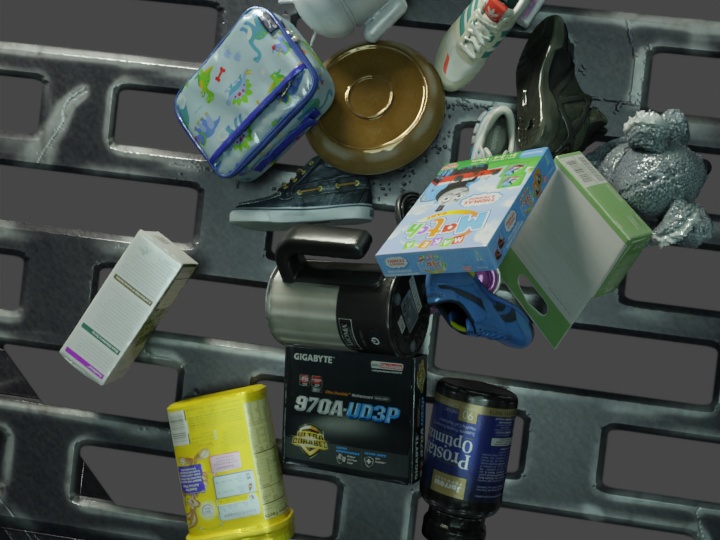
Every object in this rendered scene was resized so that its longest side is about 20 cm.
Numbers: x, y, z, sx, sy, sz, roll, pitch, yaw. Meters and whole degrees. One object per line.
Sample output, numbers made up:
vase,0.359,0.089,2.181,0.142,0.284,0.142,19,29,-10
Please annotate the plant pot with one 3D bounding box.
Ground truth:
plant pot,0.014,-0.225,1.045,0.195,0.028,0.205,-3,71,9

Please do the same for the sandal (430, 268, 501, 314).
sandal,0.091,0.023,1.062,0.199,0.050,0.084,-19,87,6

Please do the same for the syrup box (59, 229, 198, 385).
syrup box,-0.316,0.050,1.083,0.081,0.079,0.202,36,93,3

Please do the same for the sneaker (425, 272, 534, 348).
sneaker,0.150,0.063,1.007,0.199,0.065,0.080,38,52,-32

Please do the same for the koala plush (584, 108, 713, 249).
koala plush,0.352,-0.102,0.964,0.180,0.200,0.181,-14,90,5

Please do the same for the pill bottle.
pill bottle,0.137,0.251,1.029,0.109,0.112,0.205,10,91,5

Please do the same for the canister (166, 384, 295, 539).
canister,-0.177,0.269,1.070,0.145,0.087,0.205,-11,88,5

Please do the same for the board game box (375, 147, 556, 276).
board game box,0.126,-0.069,0.921,0.149,0.201,0.037,-4,126,39

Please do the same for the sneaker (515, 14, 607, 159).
sneaker,0.265,-0.232,1.039,0.112,0.076,0.204,17,66,-27

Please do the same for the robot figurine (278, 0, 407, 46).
robot figurine,-0.011,-0.388,1.037,0.199,0.113,0.171,-38,95,4

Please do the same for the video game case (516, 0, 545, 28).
video game case,0.207,-0.463,1.064,0.181,0.024,0.202,35,92,3

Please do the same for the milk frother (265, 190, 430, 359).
milk frother,0.000,0.000,1.027,0.185,0.200,0.184,4,114,30

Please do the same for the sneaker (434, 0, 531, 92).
sneaker,0.159,-0.322,1.019,0.070,0.093,0.201,41,107,2

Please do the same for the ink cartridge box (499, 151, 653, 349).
ink cartridge box,0.258,-0.022,0.983,0.047,0.202,0.147,-13,53,-28

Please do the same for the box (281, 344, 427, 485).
box,-0.009,0.184,1.039,0.196,0.046,0.163,3,91,28

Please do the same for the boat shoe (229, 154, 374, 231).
boat shoe,-0.081,-0.106,1.072,0.195,0.071,0.093,-3,83,1

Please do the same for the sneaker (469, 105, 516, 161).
sneaker,0.167,-0.121,1.038,0.073,0.087,0.205,7,92,3

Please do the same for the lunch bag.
lunch bag,-0.139,-0.226,1.037,0.199,0.082,0.162,-39,74,19
